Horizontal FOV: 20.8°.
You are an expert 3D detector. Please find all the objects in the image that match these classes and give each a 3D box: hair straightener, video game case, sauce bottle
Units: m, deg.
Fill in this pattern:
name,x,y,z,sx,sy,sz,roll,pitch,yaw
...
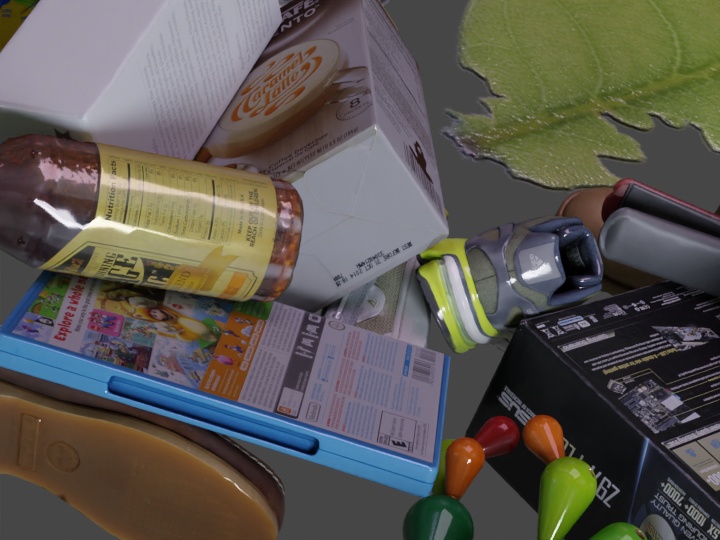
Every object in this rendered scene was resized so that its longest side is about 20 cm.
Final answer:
name,x,y,z,sx,sy,sz,roll,pitch,yaw
hair straightener,0.221,0.017,1.076,0.200,0.041,0.077,27,32,-2
video game case,-0.058,0.041,0.909,0.199,0.018,0.143,18,19,-1
sauce bottle,-0.127,-0.029,0.917,0.199,0.066,0.066,10,34,-20

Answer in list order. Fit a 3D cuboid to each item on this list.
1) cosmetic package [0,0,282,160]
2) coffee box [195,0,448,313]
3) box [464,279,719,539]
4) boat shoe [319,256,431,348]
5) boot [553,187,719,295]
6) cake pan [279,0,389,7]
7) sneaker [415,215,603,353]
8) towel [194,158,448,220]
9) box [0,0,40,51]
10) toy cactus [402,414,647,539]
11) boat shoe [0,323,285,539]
name,x,y,z,sx,sy,sz,roll,pitch,yaw
cosmetic package,-0.117,-0.112,1.027,0.071,0.102,0.200,11,49,20
coffee box,-0.026,-0.071,1.072,0.080,0.114,0.200,54,15,-29
box,0.186,0.090,1.055,0.200,0.086,0.164,-14,47,-44
boat shoe,-0.001,0.002,1.079,0.065,0.075,0.202,20,38,-14
boot,0.218,-0.038,1.154,0.175,0.200,0.066,25,63,2
cake pan,-0.062,-0.256,1.452,0.200,0.037,0.200,17,32,-11
sneaker,0.100,0.005,1.085,0.200,0.081,0.074,-15,88,-70
towel,-0.048,-0.055,1.185,0.200,0.018,0.086,2,34,-31
box,-0.163,-0.196,1.136,0.200,0.193,0.122,-12,36,-44
toy cactus,0.055,0.151,0.898,0.165,0.102,0.200,-15,48,-20
boat shoe,-0.123,0.069,0.897,0.200,0.071,0.070,24,36,1
